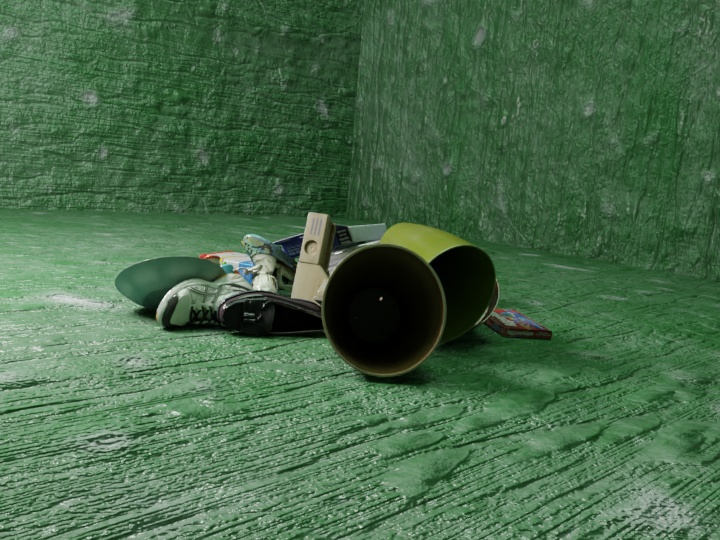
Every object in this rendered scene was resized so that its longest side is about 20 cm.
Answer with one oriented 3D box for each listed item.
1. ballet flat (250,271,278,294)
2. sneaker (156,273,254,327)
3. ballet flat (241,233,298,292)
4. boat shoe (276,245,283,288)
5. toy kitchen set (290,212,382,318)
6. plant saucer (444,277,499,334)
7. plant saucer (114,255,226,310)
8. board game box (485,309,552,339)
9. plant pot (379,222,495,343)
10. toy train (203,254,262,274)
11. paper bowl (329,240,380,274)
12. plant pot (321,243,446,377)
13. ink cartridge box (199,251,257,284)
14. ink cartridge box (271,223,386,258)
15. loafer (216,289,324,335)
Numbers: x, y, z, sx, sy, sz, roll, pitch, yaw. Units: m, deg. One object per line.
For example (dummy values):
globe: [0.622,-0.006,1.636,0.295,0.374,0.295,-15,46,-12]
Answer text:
ballet flat: [-0.198,0.039,1.517,0.070,0.074,0.200,4,8,-8]
sneaker: [-0.255,0.061,1.298,0.087,0.077,0.197,38,38,29]
ballet flat: [-0.179,-0.005,1.633,0.198,0.075,0.074,32,-5,-27]
boat shoe: [-0.186,-0.016,1.837,0.069,0.094,0.200,4,8,-10]
toy kitchen set: [-0.027,-0.011,1.412,0.194,0.186,0.163,8,-12,15]
plant saucer: [0.168,0.051,1.435,0.194,0.035,0.204,-6,47,7]
plant saucer: [-0.338,0.034,1.346,0.195,0.040,0.202,-9,-22,-3]
board game box: [0.313,0.109,1.570,0.100,0.020,0.200,3,8,-11]
plant pot: [0.115,-0.002,1.366,0.183,0.192,0.200,1,26,-30]
toy train: [-0.278,0.008,1.495,0.147,0.057,0.199,-15,-9,-32]
paper bowl: [0.000,0.000,1.678,0.195,0.107,0.201,-15,-2,0]
plant pot: [0.028,0.068,1.173,0.181,0.192,0.200,5,-7,-4]
ink cartridge box: [-0.292,0.000,1.724,0.195,0.069,0.115,10,10,28]
ink cartridge box: [-0.069,-0.063,1.658,0.196,0.042,0.198,-13,-5,35]
loafer: [-0.145,0.077,1.287,0.195,0.074,0.063,5,11,-29]
